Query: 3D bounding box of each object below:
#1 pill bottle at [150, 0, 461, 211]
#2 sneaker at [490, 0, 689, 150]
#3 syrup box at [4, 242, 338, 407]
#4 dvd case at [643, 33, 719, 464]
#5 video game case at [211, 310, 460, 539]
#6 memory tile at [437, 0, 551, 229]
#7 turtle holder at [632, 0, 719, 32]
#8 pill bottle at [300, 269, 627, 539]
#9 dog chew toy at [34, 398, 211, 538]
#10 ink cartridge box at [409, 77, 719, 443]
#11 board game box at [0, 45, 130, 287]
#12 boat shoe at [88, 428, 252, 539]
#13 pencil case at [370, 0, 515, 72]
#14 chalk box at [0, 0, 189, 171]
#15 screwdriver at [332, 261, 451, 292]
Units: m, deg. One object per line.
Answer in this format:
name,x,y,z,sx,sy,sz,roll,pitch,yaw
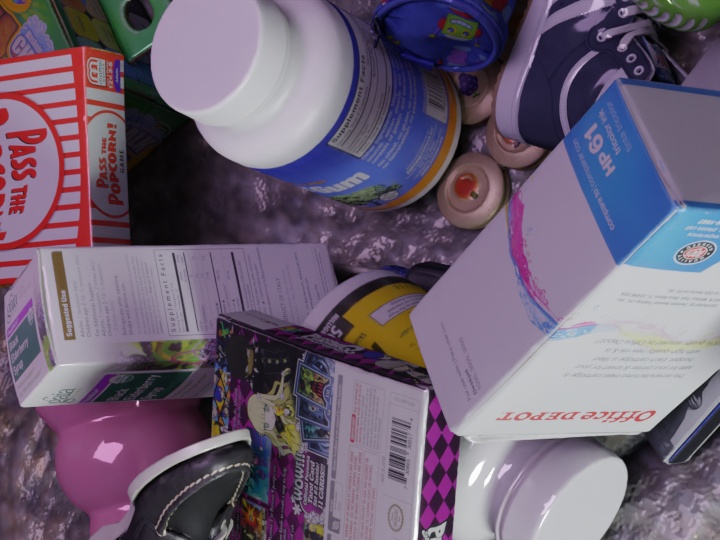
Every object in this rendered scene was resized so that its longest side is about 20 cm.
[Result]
pill bottle,-0.034,-0.109,1.053,0.112,0.200,0.112,-8,75,33
sneaker,0.156,-0.159,1.013,0.108,0.070,0.200,25,101,40
syrup box,-0.115,0.033,1.087,0.079,0.200,0.082,-42,56,54
dvd case,0.191,-0.012,0.958,0.200,0.025,0.150,-56,49,37
video game case,-0.021,0.139,0.997,0.181,0.036,0.200,15,107,45
memory tile,0.088,-0.137,1.109,0.200,0.017,0.153,-51,57,14
turtle holder,0.189,-0.210,0.938,0.185,0.132,0.141,-43,18,0
pill bottle,0.057,0.091,1.020,0.200,0.111,0.111,34,99,35
dog chew toy,-0.155,0.113,1.162,0.124,0.125,0.200,-18,78,30
ink cartridge box,0.139,0.001,0.884,0.200,0.144,0.085,-51,48,40
board game box,-0.250,-0.063,1.165,0.200,0.046,0.152,-5,86,27
boat shoe,-0.109,0.156,1.016,0.200,0.074,0.060,-47,60,46
pencil case,0.065,-0.210,1.059,0.087,0.078,0.200,-39,30,55
chalk box,-0.217,-0.140,1.253,0.200,0.124,0.124,-39,60,22
screwdriver,0.000,0.000,1.127,0.200,0.029,0.028,10,85,31
